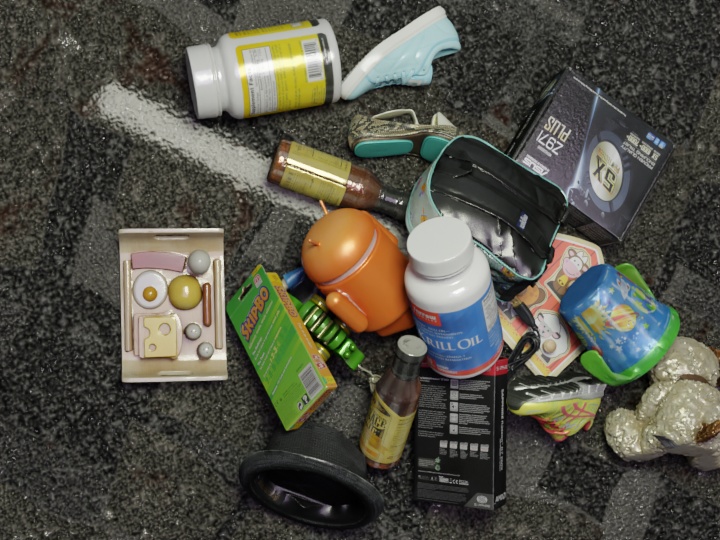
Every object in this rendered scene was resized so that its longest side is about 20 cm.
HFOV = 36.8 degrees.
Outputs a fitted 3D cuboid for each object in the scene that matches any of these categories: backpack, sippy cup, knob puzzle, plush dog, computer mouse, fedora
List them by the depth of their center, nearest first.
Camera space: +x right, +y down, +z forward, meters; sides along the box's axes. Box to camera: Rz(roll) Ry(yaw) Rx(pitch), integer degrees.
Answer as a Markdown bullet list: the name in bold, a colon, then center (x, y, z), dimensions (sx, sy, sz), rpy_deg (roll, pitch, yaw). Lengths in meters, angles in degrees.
- **fedora**: center (-0.059, 0.262, 1.432), dimensions (0.198, 0.201, 0.093), rpy_deg (19, 52, -8)
- **backpack**: center (0.160, -0.073, 1.469), dimensions (0.199, 0.153, 0.177), rpy_deg (36, 59, -11)
- **sippy cup**: center (0.351, 0.066, 1.503), dimensions (0.130, 0.178, 0.140), rpy_deg (42, 101, -11)
- **computer mouse**: center (0.162, 0.074, 1.510), dimensions (0.140, 0.046, 0.200), rpy_deg (-42, 94, 4)
- **plush dog**: center (0.455, 0.175, 1.533), dimensions (0.196, 0.161, 0.174), rpy_deg (7, 61, -9)
- **knob puzzle**: center (0.279, 0.033, 1.556), dimensions (0.215, 0.030, 0.224), rpy_deg (1, 85, -10)

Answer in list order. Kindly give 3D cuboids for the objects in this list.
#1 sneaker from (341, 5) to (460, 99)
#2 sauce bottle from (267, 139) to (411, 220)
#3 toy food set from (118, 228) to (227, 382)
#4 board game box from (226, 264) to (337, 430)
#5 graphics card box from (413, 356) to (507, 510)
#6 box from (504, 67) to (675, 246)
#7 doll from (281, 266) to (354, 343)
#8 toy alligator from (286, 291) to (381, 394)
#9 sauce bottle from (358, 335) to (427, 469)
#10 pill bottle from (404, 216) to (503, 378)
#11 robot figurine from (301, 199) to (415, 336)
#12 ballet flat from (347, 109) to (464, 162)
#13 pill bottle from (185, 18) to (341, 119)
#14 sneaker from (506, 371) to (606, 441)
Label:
- **sneaker**: center (0.060, -0.287, 1.518), dimensions (0.199, 0.074, 0.082), rpy_deg (-38, 90, -10)
- **sauce bottle**: center (-0.028, -0.118, 1.487), dimensions (0.197, 0.066, 0.067), rpy_deg (21, 82, -10)
- **toy food set**: center (-0.250, 0.046, 1.444), dimensions (0.141, 0.060, 0.204), rpy_deg (-1, 86, -11)
- **board game box**: center (-0.107, 0.097, 1.413), dimensions (0.030, 0.096, 0.201), rpy_deg (-1, 52, -49)
- **graphics card box**: center (0.136, 0.216, 1.468), dimensions (0.124, 0.051, 0.204), rpy_deg (0, 89, 30)
- **box**: center (0.321, -0.161, 1.549), dimensions (0.199, 0.086, 0.165), rpy_deg (35, 81, -6)
- **doll**: center (-0.059, 0.058, 1.484), dimensions (0.135, 0.048, 0.203), rpy_deg (21, 79, -13)
- **toy alligator**: center (-0.031, 0.095, 1.434), dimensions (0.200, 0.054, 0.059), rpy_deg (44, 76, -7)
- **sauce bottle**: center (0.045, 0.174, 1.432), dimensions (0.065, 0.066, 0.202), rpy_deg (7, 124, -9)
- **pill bottle**: center (0.116, 0.033, 1.376), dimensions (0.111, 0.112, 0.202), rpy_deg (-29, 132, -11)
- **robot figurine**: center (0.000, -0.001, 1.425), dimensions (0.144, 0.116, 0.200), rpy_deg (-48, 120, -9)
- **ballet flat**: center (0.080, -0.193, 1.524), dimensions (0.196, 0.068, 0.077), rpy_deg (5, 63, -8)
- **pill bottle**: center (-0.132, -0.269, 1.461), dimensions (0.196, 0.114, 0.116), rpy_deg (-11, 88, -11)
- **sneaker**: center (0.271, 0.194, 1.491), dimensions (0.198, 0.078, 0.092), rpy_deg (3, 101, -42)
